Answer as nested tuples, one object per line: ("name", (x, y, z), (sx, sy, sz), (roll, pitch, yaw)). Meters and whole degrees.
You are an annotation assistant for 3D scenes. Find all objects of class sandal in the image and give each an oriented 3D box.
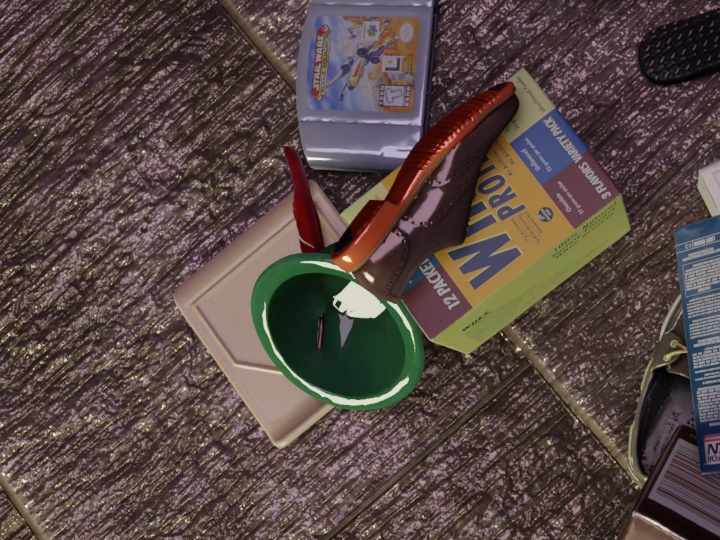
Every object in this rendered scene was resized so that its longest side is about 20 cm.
("sandal", (0.355, -0.214, 1.235), (0.199, 0.045, 0.076), (-10, 75, 27))

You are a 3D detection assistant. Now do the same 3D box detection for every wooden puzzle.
("wooden puzzle", (-0.061, 0.041, 1.309), (0.185, 0.037, 0.200), (-39, 71, 6))

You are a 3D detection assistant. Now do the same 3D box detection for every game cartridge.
("game cartridge", (0.005, -0.196, 1.311), (0.132, 0.042, 0.202), (4, 81, 8))

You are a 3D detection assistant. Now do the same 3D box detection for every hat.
("hat", (0.000, 0.000, 1.264), (0.165, 0.176, 0.201), (-7, 121, 27))

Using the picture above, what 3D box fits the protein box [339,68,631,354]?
("protein box", (0.117, -0.043, 1.186), (0.198, 0.200, 0.135), (-38, 77, 7))

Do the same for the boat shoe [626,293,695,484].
("boat shoe", (0.289, 0.097, 1.200), (0.072, 0.060, 0.203), (19, 88, 15))

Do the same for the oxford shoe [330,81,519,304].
("oxford shoe", (0.065, -0.063, 1.074), (0.072, 0.071, 0.200), (41, 91, -13))

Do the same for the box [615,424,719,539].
("box", (0.275, 0.270, 1.094), (0.163, 0.166, 0.201), (28, 119, 15))

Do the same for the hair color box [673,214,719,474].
("hair color box", (0.318, 0.060, 1.087), (0.099, 0.060, 0.202), (2, 79, -30))

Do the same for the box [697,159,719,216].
("box", (0.405, -0.086, 1.183), (0.199, 0.078, 0.096), (-25, 79, 10))
